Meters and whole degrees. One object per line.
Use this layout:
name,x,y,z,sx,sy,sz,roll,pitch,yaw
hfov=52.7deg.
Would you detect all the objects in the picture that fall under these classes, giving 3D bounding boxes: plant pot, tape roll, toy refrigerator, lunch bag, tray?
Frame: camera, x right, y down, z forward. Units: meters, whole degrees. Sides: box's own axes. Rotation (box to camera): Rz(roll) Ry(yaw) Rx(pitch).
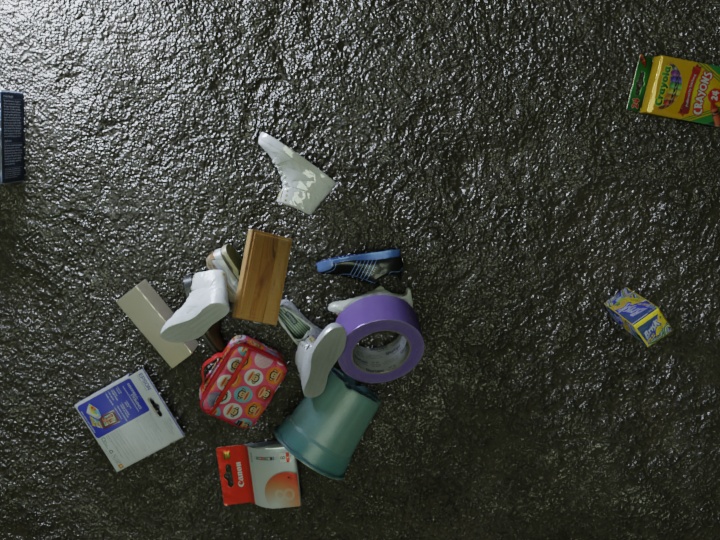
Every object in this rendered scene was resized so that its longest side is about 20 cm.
plant pot,-0.065,0.345,1.692,0.200,0.200,0.197,35,92,-7
tape roll,0.041,0.158,1.658,0.199,0.085,0.201,-5,130,-6
toy refrigerator,-0.473,0.125,1.696,0.070,0.076,0.200,-37,100,7
lunch bag,-0.286,0.253,1.702,0.176,0.082,0.201,29,99,-21
tray,-0.221,0.016,1.646,0.098,0.037,0.201,13,81,-24

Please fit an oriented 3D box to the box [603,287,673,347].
box,0.619,0.102,1.631,0.070,0.200,0.064,-37,99,7

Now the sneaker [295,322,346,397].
sneaker,-0.098,0.171,1.618,0.073,0.116,0.201,8,123,-28

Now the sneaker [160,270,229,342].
sneaker,-0.364,0.075,1.617,0.199,0.116,0.074,-30,137,27

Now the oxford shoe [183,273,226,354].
oxford shoe,-0.343,0.101,1.693,0.084,0.073,0.201,-15,101,1

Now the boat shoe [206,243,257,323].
boat shoe,-0.284,0.039,1.685,0.068,0.075,0.201,-24,100,18

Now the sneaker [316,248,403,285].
sneaker,0.000,0.000,1.675,0.199,0.070,0.078,-8,95,0

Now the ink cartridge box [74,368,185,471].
ink cartridge box,-0.553,0.358,1.761,0.199,0.047,0.198,-28,99,4

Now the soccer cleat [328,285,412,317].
soccer cleat,0.024,0.073,1.695,0.199,0.069,0.078,1,97,-8

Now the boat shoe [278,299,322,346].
boat shoe,-0.132,0.155,1.707,0.200,0.067,0.074,42,99,-8

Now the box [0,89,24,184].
box,-0.831,-0.297,1.592,0.147,0.107,0.201,4,101,0

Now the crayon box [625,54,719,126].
crayon box,0.704,-0.397,1.606,0.199,0.051,0.128,10,102,-2

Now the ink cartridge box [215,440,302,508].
ink cartridge box,-0.249,0.505,1.788,0.199,0.050,0.163,-6,101,-2

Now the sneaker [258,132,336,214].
sneaker,-0.166,-0.209,1.622,0.200,0.074,0.116,37,96,-8
